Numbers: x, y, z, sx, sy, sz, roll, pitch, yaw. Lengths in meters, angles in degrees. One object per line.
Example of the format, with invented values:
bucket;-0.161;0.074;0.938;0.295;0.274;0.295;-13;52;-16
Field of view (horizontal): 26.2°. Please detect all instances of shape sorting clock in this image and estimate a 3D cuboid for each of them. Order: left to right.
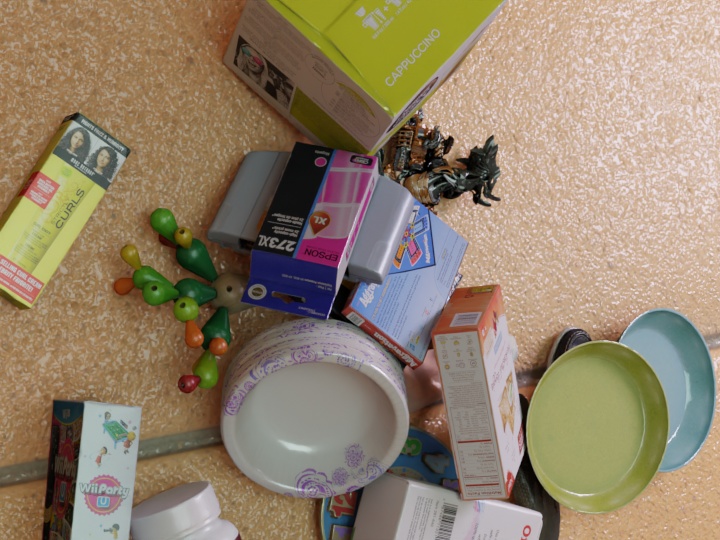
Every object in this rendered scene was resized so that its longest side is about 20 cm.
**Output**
shape sorting clock;0.043;0.277;1.761;0.199;0.039;0.202;1;86;-25

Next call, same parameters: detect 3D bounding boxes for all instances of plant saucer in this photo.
plant saucer;0.271;0.181;1.800;0.199;0.031;0.202;0;91;-26
plant saucer;0.362;0.147;1.905;0.199;0.036;0.201;4;83;-38

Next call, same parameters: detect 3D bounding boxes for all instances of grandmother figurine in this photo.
grandmother figurine;0.098;0.112;1.789;0.199;0.060;0.122;-18;88;-28

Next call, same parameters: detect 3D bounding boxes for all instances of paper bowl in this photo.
paper bowl;-0.049;0.138;1.660;0.199;0.105;0.202;-2;122;-2

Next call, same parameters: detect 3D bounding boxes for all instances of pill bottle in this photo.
pill bottle;-0.166;0.331;1.617;0.114;0.114;0.201;-24;97;-24

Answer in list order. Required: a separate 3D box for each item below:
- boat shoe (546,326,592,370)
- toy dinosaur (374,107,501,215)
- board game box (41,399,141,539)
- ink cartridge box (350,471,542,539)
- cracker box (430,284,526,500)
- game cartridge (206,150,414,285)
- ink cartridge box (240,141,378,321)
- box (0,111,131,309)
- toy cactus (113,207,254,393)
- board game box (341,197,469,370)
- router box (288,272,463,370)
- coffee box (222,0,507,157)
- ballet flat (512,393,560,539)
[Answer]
boat shoe;0.263;0.168;1.859;0.073;0.060;0.201;10;83;-26
toy dinosaur;0.085;-0.106;1.792;0.135;0.102;0.201;-11;110;-11
board game box;-0.274;0.232;1.555;0.064;0.147;0.201;7;83;-22
ink cartridge box;0.090;0.315;1.721;0.199;0.084;0.146;18;85;-33
cracker box;0.132;0.132;1.691;0.057;0.134;0.201;-5;109;17
game cartridge;-0.050;-0.062;1.659;0.199;0.042;0.134;14;59;12
ink cartridge box;-0.052;-0.044;1.604;0.094;0.037;0.201;12;57;11
box;-0.322;-0.062;1.602;0.075;0.050;0.201;37;73;-20
toy cactus;-0.171;0.033;1.651;0.164;0.102;0.201;-2;61;-48
board game box;0.051;0.006;1.684;0.103;0.019;0.200;39;43;-14
router box;0.000;0.000;1.725;0.200;0.051;0.149;41;59;-11
coffee box;0.002;-0.259;1.662;0.200;0.198;0.200;43;70;0
ballet flat;0.192;0.241;1.835;0.067;0.046;0.201;-32;108;-55
